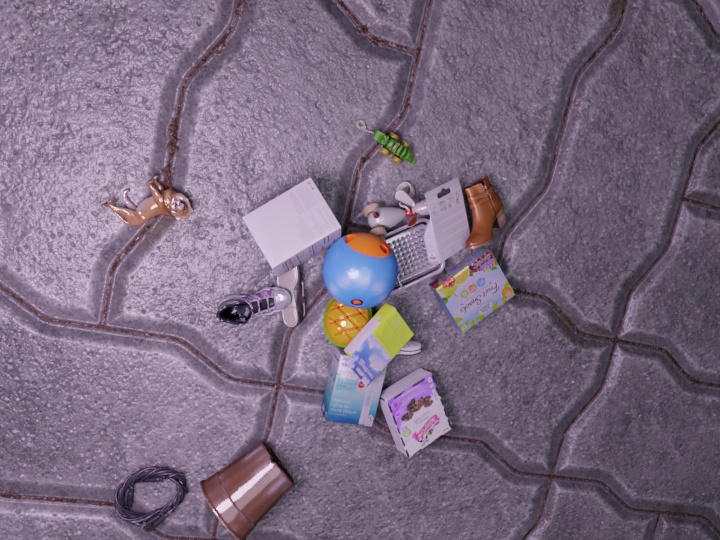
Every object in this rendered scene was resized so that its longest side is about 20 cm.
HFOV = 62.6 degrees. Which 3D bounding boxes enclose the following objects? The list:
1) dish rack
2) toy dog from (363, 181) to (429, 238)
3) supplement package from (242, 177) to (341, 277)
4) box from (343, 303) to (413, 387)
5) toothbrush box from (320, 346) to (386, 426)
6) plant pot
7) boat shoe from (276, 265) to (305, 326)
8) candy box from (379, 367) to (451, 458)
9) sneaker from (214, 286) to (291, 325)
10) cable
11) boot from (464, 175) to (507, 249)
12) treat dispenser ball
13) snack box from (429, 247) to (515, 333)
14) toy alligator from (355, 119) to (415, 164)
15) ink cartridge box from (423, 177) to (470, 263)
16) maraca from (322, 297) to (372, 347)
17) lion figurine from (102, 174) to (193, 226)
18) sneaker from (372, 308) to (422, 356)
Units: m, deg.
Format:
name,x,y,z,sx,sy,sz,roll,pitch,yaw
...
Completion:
name,x,y,z,sx,sy,sz,roll,pitch,yaw
dish rack,0.130,-0.043,1.689,0.199,0.044,0.173,-24,105,-9
toy dog,0.097,-0.161,1.604,0.200,0.096,0.132,-37,78,-7
supplement package,-0.171,-0.107,1.521,0.199,0.151,0.152,-31,83,-7
box,0.045,0.204,1.620,0.200,0.048,0.122,-47,124,-14
toothbrush box,-0.019,0.332,1.704,0.145,0.085,0.202,12,97,-17
plant pot,-0.304,0.595,1.637,0.198,0.200,0.201,-39,108,-12
boat shoe,-0.187,0.053,1.628,0.066,0.057,0.202,2,99,22
candy box,0.161,0.420,1.755,0.167,0.071,0.201,-28,108,-22
sneaker,-0.282,0.102,1.544,0.198,0.140,0.078,-13,103,1
cable,-0.577,0.618,1.643,0.200,0.051,0.163,-42,103,-1
boot,0.336,-0.163,1.673,0.200,0.076,0.156,-39,112,-29
treat dispenser ball,0.000,0.000,1.554,0.199,0.201,0.203,-3,102,-14
snack box,0.330,0.057,1.746,0.199,0.068,0.169,-34,107,-5
toy alligator,0.075,-0.347,1.608,0.199,0.054,0.060,32,92,-18
ink cartridge box,0.232,-0.140,1.652,0.162,0.050,0.201,-29,110,-39
maraca,-0.031,0.115,1.650,0.136,0.107,0.202,14,78,-1
lion figurine,-0.533,-0.158,1.492,0.199,0.073,0.123,-22,114,5
sneaker,0.093,0.175,1.705,0.199,0.076,0.116,11,100,-14
